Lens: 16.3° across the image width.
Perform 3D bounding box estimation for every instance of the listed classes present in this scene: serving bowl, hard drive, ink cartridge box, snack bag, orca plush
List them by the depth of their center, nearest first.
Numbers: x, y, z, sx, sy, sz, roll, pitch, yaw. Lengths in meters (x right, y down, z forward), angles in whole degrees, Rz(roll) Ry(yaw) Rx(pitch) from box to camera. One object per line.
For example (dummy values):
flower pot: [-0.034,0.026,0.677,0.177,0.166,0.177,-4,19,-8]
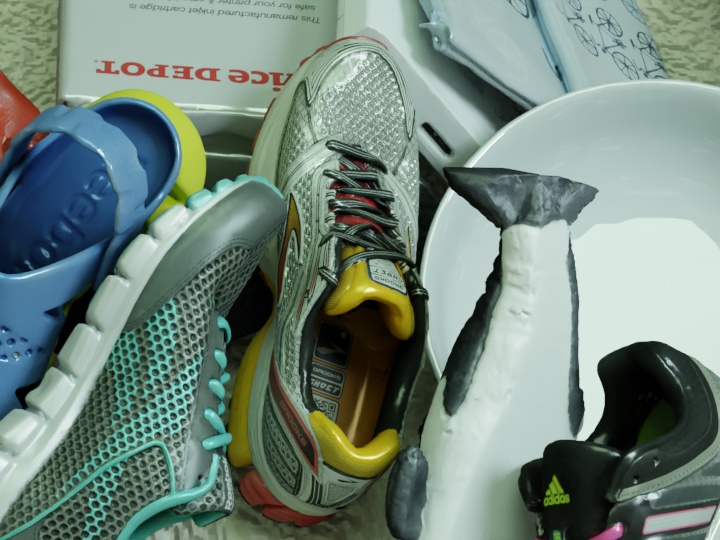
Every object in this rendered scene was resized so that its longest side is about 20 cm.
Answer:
orca plush: [0.036,0.059,0.975,0.105,0.202,0.071,-10,13,-35]
serving bowl: [0.124,0.021,1.061,0.198,0.066,0.202,-1,66,3]
hard drive: [0.038,-0.120,1.163,0.027,0.132,0.201,-29,32,24]
ink cartridge box: [-0.068,-0.110,1.164,0.144,0.084,0.201,3,45,-8]
snack bag: [0.083,-0.127,1.171,0.199,0.021,0.189,31,32,-38]

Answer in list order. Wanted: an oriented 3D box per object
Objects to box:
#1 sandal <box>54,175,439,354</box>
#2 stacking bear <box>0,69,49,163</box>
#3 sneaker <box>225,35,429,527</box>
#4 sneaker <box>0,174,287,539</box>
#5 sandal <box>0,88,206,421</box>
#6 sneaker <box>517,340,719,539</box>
sandal: [-0.063,-0.004,1.083,0.199,0.076,0.048,-6,10,-15]
stacking bear: [-0.229,-0.057,1.068,0.198,0.122,0.115,8,63,-3]
sneaker: [0.000,0.000,1.017,0.077,0.082,0.202,11,71,-26]
sneaker: [-0.078,0.057,0.980,0.091,0.078,0.201,34,82,8]
sandal: [-0.141,0.005,0.992,0.079,0.087,0.201,33,84,7]
sneaker: [0.089,0.107,0.925,0.087,0.074,0.201,44,58,-23]
